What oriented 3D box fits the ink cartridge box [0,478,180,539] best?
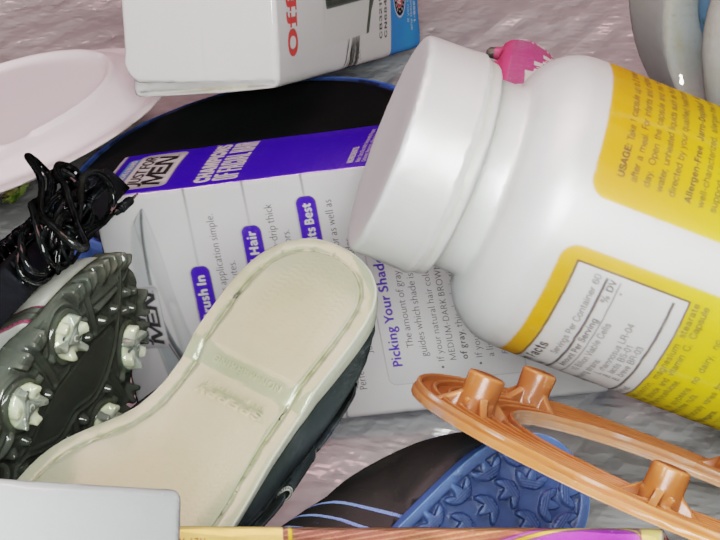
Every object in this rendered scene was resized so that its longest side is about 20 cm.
[{"bbox_3d":[-0.140,0.155,0.698,0.173,0.044,0.201,5,65,-11],"label":"ink cartridge box"}]

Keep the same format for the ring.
[{"bbox_3d":[0.112,0.068,0.823,0.200,0.019,0.200,21,4,-1],"label":"ring"}]

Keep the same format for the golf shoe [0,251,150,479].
[{"bbox_3d":[-0.150,0.062,0.889,0.088,0.077,0.200,16,53,28],"label":"golf shoe"}]

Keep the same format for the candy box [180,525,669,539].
[{"bbox_3d":[-0.004,0.140,0.758,0.199,0.056,0.117,-1,66,16],"label":"candy box"}]

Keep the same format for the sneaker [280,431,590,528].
[{"bbox_3d":[-0.013,0.120,0.873,0.200,0.070,0.078,-29,5,-14],"label":"sneaker"}]

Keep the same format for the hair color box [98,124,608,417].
[{"bbox_3d":[0.000,0.000,1.032,0.199,0.110,0.065,-6,20,11],"label":"hair color box"}]

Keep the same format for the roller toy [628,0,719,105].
[{"bbox_3d":[0.220,-0.113,1.079,0.182,0.200,0.140,-43,27,6],"label":"roller toy"}]

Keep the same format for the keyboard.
[{"bbox_3d":[-0.135,-0.009,0.915,0.104,0.040,0.200,-32,10,15],"label":"keyboard"}]

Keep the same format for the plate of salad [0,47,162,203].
[{"bbox_3d":[-0.189,-0.065,1.311,0.200,0.048,0.200,-16,24,7],"label":"plate of salad"}]

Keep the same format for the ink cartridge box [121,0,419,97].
[{"bbox_3d":[-0.045,-0.173,1.292,0.084,0.146,0.200,0,11,21],"label":"ink cartridge box"}]

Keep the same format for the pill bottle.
[{"bbox_3d":[0.102,-0.012,0.919,0.200,0.113,0.113,20,27,-7],"label":"pill bottle"}]

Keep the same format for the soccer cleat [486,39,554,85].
[{"bbox_3d":[0.095,-0.043,1.141,0.086,0.070,0.200,5,30,0],"label":"soccer cleat"}]

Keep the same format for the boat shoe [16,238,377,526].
[{"bbox_3d":[-0.064,0.076,0.885,0.074,0.066,0.200,26,60,20],"label":"boat shoe"}]

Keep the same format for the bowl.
[{"bbox_3d":[-0.050,-0.038,1.211,0.200,0.039,0.201,-11,27,6],"label":"bowl"}]
